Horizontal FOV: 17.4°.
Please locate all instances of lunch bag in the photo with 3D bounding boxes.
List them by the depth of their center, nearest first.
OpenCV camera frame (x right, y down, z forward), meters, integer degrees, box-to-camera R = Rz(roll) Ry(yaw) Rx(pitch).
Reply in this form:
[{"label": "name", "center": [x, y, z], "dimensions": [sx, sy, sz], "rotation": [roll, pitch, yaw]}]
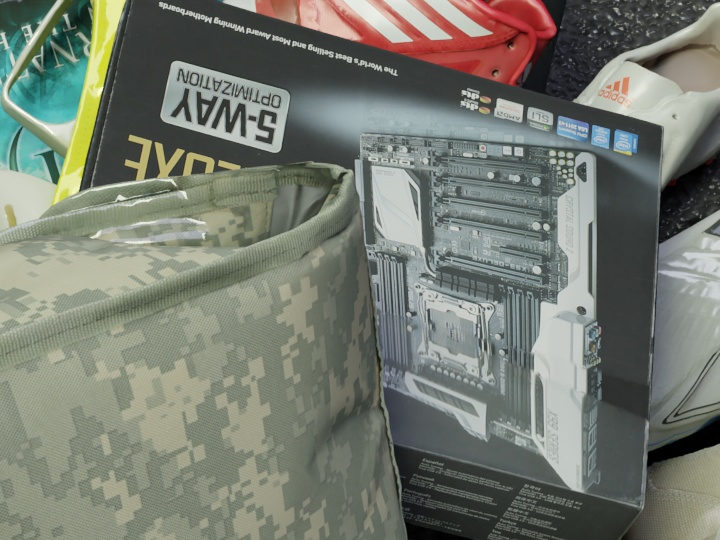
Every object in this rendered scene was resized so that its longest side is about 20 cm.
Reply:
[{"label": "lunch bag", "center": [-0.073, 0.070, 0.667], "dimensions": [0.199, 0.165, 0.117], "rotation": [-20, 20, -34]}]

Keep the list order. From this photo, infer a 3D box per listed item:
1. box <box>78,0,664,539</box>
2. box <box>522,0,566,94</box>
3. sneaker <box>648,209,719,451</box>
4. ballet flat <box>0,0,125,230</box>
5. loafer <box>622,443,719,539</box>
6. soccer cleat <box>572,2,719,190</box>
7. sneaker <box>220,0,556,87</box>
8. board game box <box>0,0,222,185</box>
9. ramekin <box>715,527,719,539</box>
[{"label": "box", "center": [0.000, 0.000, 0.795], "dimensions": [0.198, 0.050, 0.159], "rotation": [15, 54, -9]}, {"label": "box", "center": [-0.003, -0.142, 1.024], "dimensions": [0.104, 0.149, 0.201], "rotation": [-14, 52, -22]}, {"label": "sneaker", "center": [0.141, 0.017, 0.899], "dimensions": [0.199, 0.073, 0.072], "rotation": [-22, 72, -23]}, {"label": "ballet flat", "center": [-0.105, -0.039, 0.867], "dimensions": [0.066, 0.067, 0.202], "rotation": [17, 73, -7]}, {"label": "loafer", "center": [0.183, 0.076, 0.897], "dimensions": [0.199, 0.076, 0.069], "rotation": [-17, 57, -23]}, {"label": "soccer cleat", "center": [0.101, -0.046, 0.997], "dimensions": [0.069, 0.078, 0.200], "rotation": [32, 50, 20]}, {"label": "sneaker", "center": [0.036, -0.035, 0.890], "dimensions": [0.115, 0.201, 0.078], "rotation": [-26, 17, 19]}, {"label": "board game box", "center": [-0.110, -0.041, 0.911], "dimensions": [0.199, 0.028, 0.136], "rotation": [-20, 94, -22]}, {"label": "ramekin", "center": [0.161, 0.162, 0.733], "dimensions": [0.097, 0.201, 0.202], "rotation": [0, 46, 1]}]
